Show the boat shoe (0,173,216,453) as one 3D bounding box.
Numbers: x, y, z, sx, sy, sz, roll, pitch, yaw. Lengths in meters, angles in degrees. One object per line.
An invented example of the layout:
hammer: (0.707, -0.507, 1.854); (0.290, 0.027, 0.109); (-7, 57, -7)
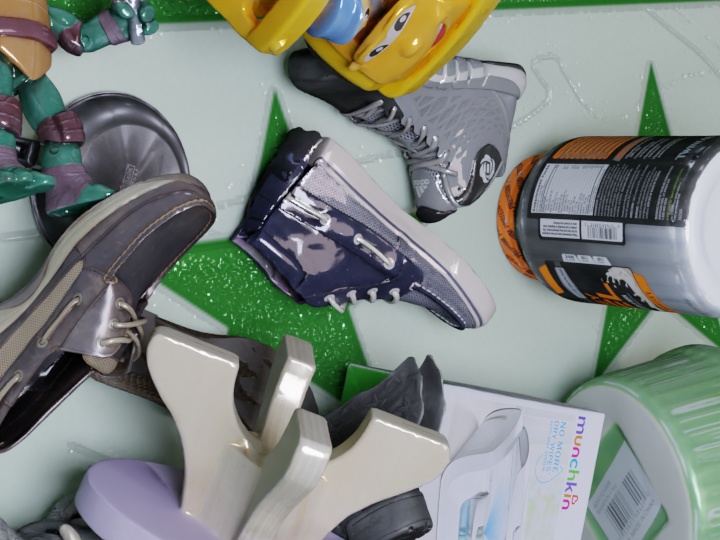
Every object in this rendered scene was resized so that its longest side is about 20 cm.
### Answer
boat shoe: (-0.153, 0.029, 0.940); (0.200, 0.073, 0.074); (-42, 156, 8)

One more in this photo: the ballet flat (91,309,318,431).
ballet flat: (-0.105, 0.070, 1.051); (0.199, 0.046, 0.068); (25, 56, -41)

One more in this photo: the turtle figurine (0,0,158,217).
turtle figurine: (-0.187, -0.135, 0.932); (0.149, 0.100, 0.202); (1, 77, -43)

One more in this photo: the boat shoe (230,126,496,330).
boat shoe: (0.000, 0.000, 1.111); (0.200, 0.075, 0.093); (41, 76, -24)

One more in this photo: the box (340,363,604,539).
box: (0.062, 0.179, 1.141); (0.176, 0.096, 0.202); (14, 87, -41)

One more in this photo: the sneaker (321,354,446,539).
sneaker: (-0.023, 0.139, 1.059); (0.060, 0.199, 0.105); (8, 58, -58)

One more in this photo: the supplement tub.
supplement tub: (0.196, -0.034, 1.169); (0.122, 0.199, 0.124); (-3, 95, -36)

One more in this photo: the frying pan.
frying pan: (-0.171, -0.075, 0.997); (0.190, 0.031, 0.115); (46, 65, -33)

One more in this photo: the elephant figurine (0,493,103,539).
elephant figurine: (-0.156, 0.191, 0.973); (0.199, 0.155, 0.142); (32, 36, -6)

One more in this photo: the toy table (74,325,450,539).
toy table: (-0.050, 0.118, 0.951); (0.199, 0.184, 0.118); (20, 103, -22)

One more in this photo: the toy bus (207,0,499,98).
toy bus: (-0.038, -0.189, 0.949); (0.200, 0.136, 0.192); (48, 34, 6)

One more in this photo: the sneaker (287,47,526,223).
sneaker: (0.035, -0.090, 1.123); (0.199, 0.075, 0.117); (1, 96, -38)

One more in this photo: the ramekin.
ramekin: (0.225, 0.160, 1.213); (0.097, 0.200, 0.202); (-8, 98, -29)
